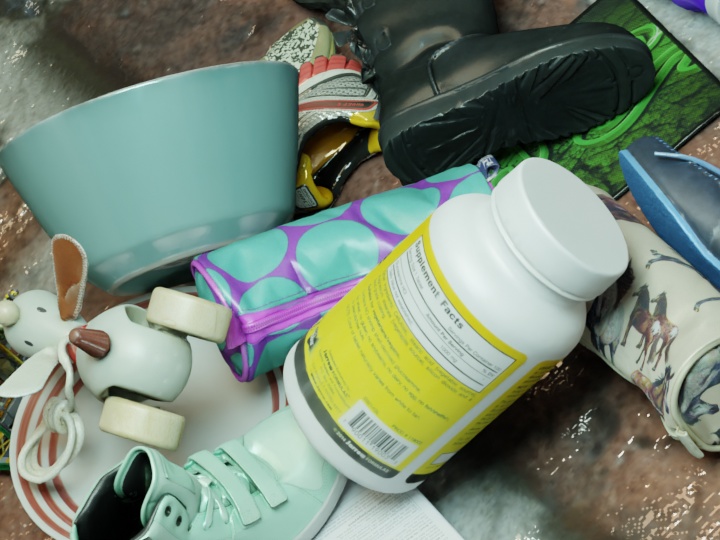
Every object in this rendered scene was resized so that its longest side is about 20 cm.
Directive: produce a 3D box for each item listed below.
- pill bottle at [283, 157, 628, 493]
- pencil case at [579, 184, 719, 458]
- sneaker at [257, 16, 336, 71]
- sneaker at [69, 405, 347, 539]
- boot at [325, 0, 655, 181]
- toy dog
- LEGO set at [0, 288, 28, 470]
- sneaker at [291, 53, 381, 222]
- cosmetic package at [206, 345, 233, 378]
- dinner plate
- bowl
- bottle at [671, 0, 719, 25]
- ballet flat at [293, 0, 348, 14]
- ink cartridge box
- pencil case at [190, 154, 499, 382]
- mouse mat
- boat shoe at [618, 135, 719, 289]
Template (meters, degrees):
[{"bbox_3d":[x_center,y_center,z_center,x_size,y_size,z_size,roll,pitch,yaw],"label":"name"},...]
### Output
[{"bbox_3d":[0.056,0.029,1.595,0.200,0.112,0.113,-43,37,28],"label":"pill bottle"},{"bbox_3d":[0.164,0.029,1.620,0.090,0.078,0.200,-51,41,5],"label":"pencil case"},{"bbox_3d":[-0.097,-0.109,1.921,0.200,0.089,0.077,-48,42,-8],"label":"sneaker"},{"bbox_3d":[-0.083,0.126,1.597,0.074,0.118,0.200,36,66,29],"label":"sneaker"},{"bbox_3d":[0.082,-0.154,1.812,0.197,0.073,0.163,-20,48,9],"label":"boot"},{"bbox_3d":[-0.170,0.044,1.652,0.199,0.096,0.133,-15,60,44],"label":"toy dog"},{"bbox_3d":[-0.255,0.045,1.848,0.154,0.200,0.116,-13,43,55],"label":"LEGO set"},{"bbox_3d":[-0.065,-0.062,1.867,0.200,0.078,0.082,-40,43,1],"label":"sneaker"},{"bbox_3d":[-0.086,0.056,1.801,0.199,0.051,0.083,-23,47,18],"label":"cosmetic package"},{"bbox_3d":[-0.123,0.096,1.729,0.199,0.024,0.201,-11,49,13],"label":"dinner plate"},{"bbox_3d":[-0.120,-0.050,1.759,0.200,0.201,0.106,-20,83,22],"label":"bowl"},{"bbox_3d":[0.204,-0.223,1.813,0.083,0.065,0.200,-42,42,6],"label":"bottle"},{"bbox_3d":[-0.002,-0.207,1.978,0.200,0.057,0.067,31,101,52],"label":"ballet flat"},{"bbox_3d":[-0.001,0.180,1.628,0.119,0.042,0.200,-34,39,-10],"label":"ink cartridge box"},{"bbox_3d":[0.000,0.000,1.701,0.199,0.085,0.092,-19,18,-11],"label":"pencil case"},{"bbox_3d":[0.128,-0.087,1.800,0.200,0.008,0.161,-39,42,1],"label":"mouse mat"},{"bbox_3d":[0.230,-0.015,1.623,0.069,0.084,0.200,-37,58,-7],"label":"boat shoe"}]
